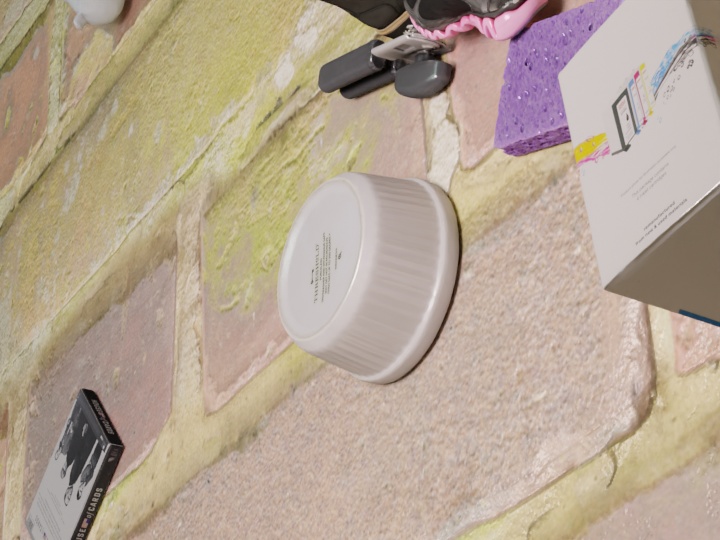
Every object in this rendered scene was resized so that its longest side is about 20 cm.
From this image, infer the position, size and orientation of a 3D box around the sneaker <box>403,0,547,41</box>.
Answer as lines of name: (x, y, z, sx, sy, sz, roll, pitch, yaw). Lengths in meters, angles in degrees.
sneaker: (0.090, -0.266, 1.721, 0.079, 0.095, 0.200, -50, 25, -15)

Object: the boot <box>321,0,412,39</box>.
boot: (0.030, -0.314, 1.826, 0.200, 0.138, 0.078, -51, 36, 35)

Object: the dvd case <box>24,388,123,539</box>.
dvd case: (-0.357, 0.268, 2.335, 0.201, 0.025, 0.150, -66, 30, 15)

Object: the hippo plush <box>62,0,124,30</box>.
hippo plush: (-0.344, -0.423, 2.585, 0.200, 0.159, 0.161, 37, 137, 17)

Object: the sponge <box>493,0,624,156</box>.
sponge: (0.185, -0.168, 1.592, 0.200, 0.030, 0.112, -13, 63, 59)

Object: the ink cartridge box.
ink cartridge box: (0.248, -0.087, 1.317, 0.145, 0.146, 0.201, -46, 39, 41)

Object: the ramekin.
ramekin: (0.000, 0.000, 1.766, 0.202, 0.094, 0.204, -35, 47, 49)

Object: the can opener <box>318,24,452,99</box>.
can opener: (0.020, -0.199, 1.874, 0.200, 0.052, 0.067, -7, 70, 60)
